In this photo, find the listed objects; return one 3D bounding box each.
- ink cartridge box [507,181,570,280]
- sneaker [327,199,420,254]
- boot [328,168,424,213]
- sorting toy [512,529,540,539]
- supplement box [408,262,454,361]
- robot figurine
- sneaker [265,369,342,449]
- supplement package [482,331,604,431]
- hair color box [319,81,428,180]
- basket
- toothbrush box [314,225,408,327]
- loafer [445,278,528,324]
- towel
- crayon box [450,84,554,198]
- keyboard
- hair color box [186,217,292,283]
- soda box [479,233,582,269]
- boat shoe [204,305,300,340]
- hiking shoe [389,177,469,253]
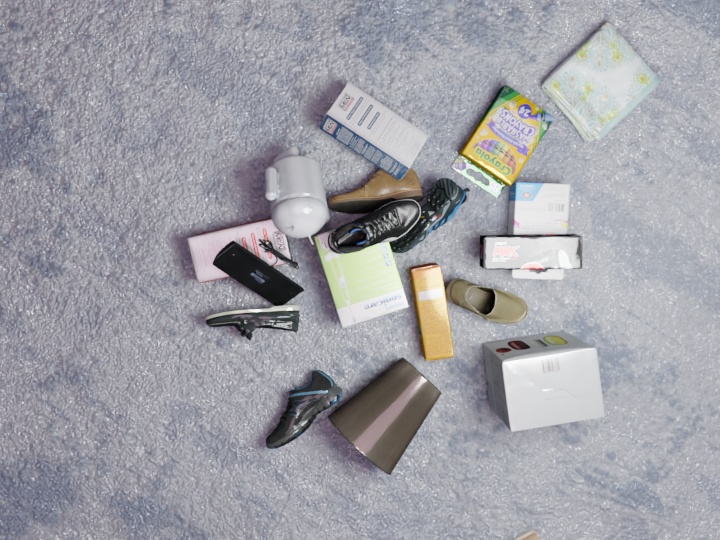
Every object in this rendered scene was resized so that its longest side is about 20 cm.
[{"bbox_3d":[0.372,-0.084,1.671,0.115,0.068,0.201,2,95,-1],"label":"ink cartridge box"},{"bbox_3d":[0.033,-0.080,1.549,0.200,0.112,0.073,-25,96,-2],"label":"sneaker"},{"bbox_3d":[0.027,-0.167,1.657,0.200,0.074,0.076,-10,77,-6],"label":"boot"},{"bbox_3d":[0.345,0.693,1.765,0.185,0.036,0.200,-28,101,0],"label":"sorting toy"},{"bbox_3d":[0.150,0.088,1.679,0.069,0.067,0.200,-11,95,-2],"label":"supplement box"},{"bbox_3d":[-0.126,-0.149,1.591,0.113,0.169,0.200,-32,54,36],"label":"robot figurine"},{"bbox_3d":[-0.132,0.299,1.692,0.200,0.073,0.082,-42,80,-4],"label":"sneaker"},{"bbox_3d":[0.370,0.223,1.635,0.191,0.200,0.147,-8,95,-3],"label":"supplement package"},{"bbox_3d":[0.028,-0.284,1.621,0.200,0.061,0.100,33,62,-5],"label":"hair color box"},{"bbox_3d":[0.065,0.294,1.664,0.180,0.136,0.200,43,89,0],"label":"basket"},{"bbox_3d":[0.000,0.000,1.653,0.145,0.086,0.200,-18,95,-1],"label":"toothbrush box"},{"bbox_3d":[0.274,0.072,1.667,0.200,0.067,0.076,15,96,-21],"label":"loafer"},{"bbox_3d":[0.501,-0.391,1.660,0.200,0.048,0.171,-43,97,1],"label":"towel"},{"bbox_3d":[0.297,-0.268,1.659,0.126,0.052,0.200,32,94,-5],"label":"crayon box"},{"bbox_3d":[-0.192,-0.004,1.616,0.127,0.021,0.200,-34,130,24],"label":"keyboard"},{"bbox_3d":[-0.249,-0.045,1.649,0.200,0.061,0.102,-12,96,-1],"label":"hair color box"},{"bbox_3d":[0.345,-0.038,1.610,0.199,0.063,0.071,-1,96,0],"label":"soda box"},{"bbox_3d":[-0.224,0.113,1.660,0.199,0.075,0.066,-5,84,-12],"label":"boat shoe"},{"bbox_3d":[0.145,-0.102,1.656,0.200,0.087,0.074,-43,58,21],"label":"hiking shoe"}]
